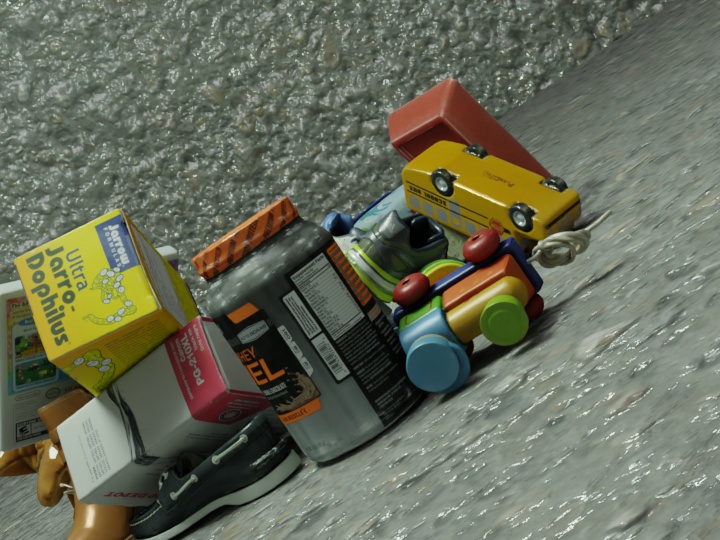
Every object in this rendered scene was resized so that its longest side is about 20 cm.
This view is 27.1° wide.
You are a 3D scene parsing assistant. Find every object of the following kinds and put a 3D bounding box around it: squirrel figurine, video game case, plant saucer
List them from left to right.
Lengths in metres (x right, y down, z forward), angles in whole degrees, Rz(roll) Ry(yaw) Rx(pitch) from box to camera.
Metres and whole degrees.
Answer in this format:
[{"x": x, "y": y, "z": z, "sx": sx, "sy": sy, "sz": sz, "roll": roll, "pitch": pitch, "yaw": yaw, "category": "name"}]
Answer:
[{"x": -0.276, "y": 0.078, "z": 1.509, "sx": 0.200, "sy": 0.183, "sz": 0.024, "roll": -15, "pitch": 33, "yaw": -35, "category": "video game case"}, {"x": -0.281, "y": 0.181, "z": 1.643, "sx": 0.186, "sy": 0.141, "sz": 0.200, "roll": -10, "pitch": 44, "yaw": 58, "category": "squirrel figurine"}, {"x": 0.126, "y": -0.119, "z": 1.711, "sx": 0.037, "sy": 0.200, "sz": 0.200, "roll": -49, "pitch": 10, "yaw": -18, "category": "plant saucer"}]

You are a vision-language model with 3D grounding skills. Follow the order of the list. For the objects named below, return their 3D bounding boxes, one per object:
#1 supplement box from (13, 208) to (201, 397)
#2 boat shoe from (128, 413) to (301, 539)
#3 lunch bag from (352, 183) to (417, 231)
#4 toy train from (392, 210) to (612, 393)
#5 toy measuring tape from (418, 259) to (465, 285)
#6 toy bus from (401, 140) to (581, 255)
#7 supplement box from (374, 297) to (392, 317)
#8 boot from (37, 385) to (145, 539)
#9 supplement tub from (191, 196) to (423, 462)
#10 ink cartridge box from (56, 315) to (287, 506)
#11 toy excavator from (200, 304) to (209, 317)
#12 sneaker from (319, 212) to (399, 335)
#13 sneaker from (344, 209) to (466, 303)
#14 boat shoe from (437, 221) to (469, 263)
[{"x": -0.218, "y": 0.045, "z": 1.376, "sx": 0.109, "sy": 0.109, "sz": 0.200, "roll": -26, "pitch": -24, "yaw": 1, "category": "supplement box"}, {"x": -0.140, "y": 0.185, "z": 1.321, "sx": 0.200, "sy": 0.060, "sz": 0.076, "roll": -31, "pitch": 7, "yaw": 27, "category": "boat shoe"}, {"x": 0.033, "y": -0.013, "z": 1.746, "sx": 0.170, "sy": 0.128, "sz": 0.200, "roll": -39, "pitch": -4, "yaw": -29, "category": "lunch bag"}, {"x": 0.119, "y": 0.019, "z": 1.197, "sx": 0.200, "sy": 0.085, "sz": 0.116, "roll": -32, "pitch": 16, "yaw": 15, "category": "toy train"}, {"x": 0.049, "y": 0.045, "z": 1.383, "sx": 0.200, "sy": 0.074, "sz": 0.074, "roll": -34, "pitch": 6, "yaw": -4, "category": "toy measuring tape"}, {"x": 0.136, "y": -0.073, "z": 1.559, "sx": 0.200, "sy": 0.078, "sz": 0.065, "roll": 27, "pitch": 51, "yaw": 37, "category": "toy bus"}, {"x": -0.073, "y": 0.070, "z": 1.459, "sx": 0.200, "sy": 0.109, "sz": 0.061, "roll": -43, "pitch": 6, "yaw": 38, "category": "supplement box"}, {"x": -0.268, "y": 0.198, "z": 1.453, "sx": 0.074, "sy": 0.155, "sz": 0.200, "roll": -29, "pitch": 7, "yaw": 37, "category": "boot"}, {"x": -0.045, "y": 0.047, "z": 1.239, "sx": 0.122, "sy": 0.200, "sz": 0.123, "roll": -34, "pitch": 5, "yaw": 3, "category": "supplement tub"}, {"x": -0.158, "y": 0.135, "z": 1.376, "sx": 0.200, "sy": 0.085, "sz": 0.145, "roll": -37, "pitch": -27, "yaw": 25, "category": "ink cartridge box"}, {"x": -0.152, "y": 0.130, "z": 1.616, "sx": 0.195, "sy": 0.100, "sz": 0.200, "roll": 99, "pitch": -172, "yaw": -55, "category": "toy excavator"}, {"x": 0.000, "y": 0.000, "z": 1.550, "sx": 0.200, "sy": 0.077, "sz": 0.085, "roll": 44, "pitch": 111, "yaw": 47, "category": "sneaker"}, {"x": 0.062, "y": -0.009, "z": 1.446, "sx": 0.081, "sy": 0.074, "sz": 0.200, "roll": -51, "pitch": -26, "yaw": 17, "category": "sneaker"}, {"x": 0.098, "y": -0.015, "z": 1.624, "sx": 0.200, "sy": 0.071, "sz": 0.063, "roll": -42, "pitch": -16, "yaw": -37, "category": "boat shoe"}]
